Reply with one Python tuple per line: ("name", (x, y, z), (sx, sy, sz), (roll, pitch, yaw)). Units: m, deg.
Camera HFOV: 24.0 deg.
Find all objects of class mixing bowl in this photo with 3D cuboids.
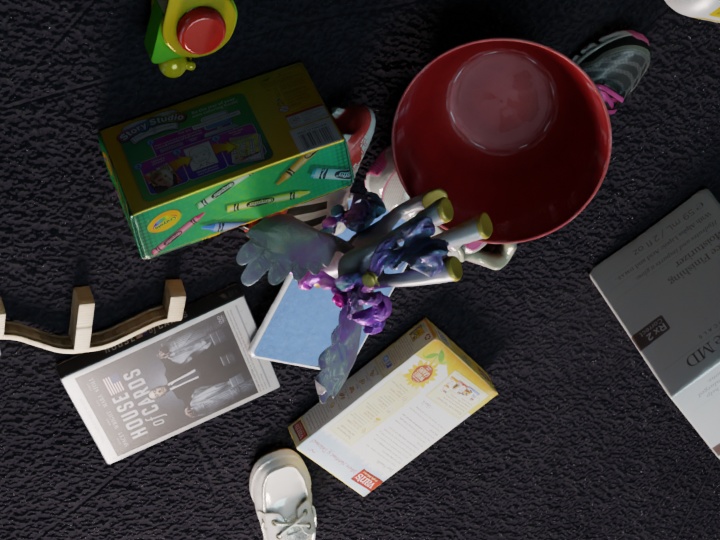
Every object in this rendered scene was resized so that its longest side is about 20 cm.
("mixing bowl", (0.130, -0.137, 1.567), (0.198, 0.109, 0.202), (2, 116, 4))

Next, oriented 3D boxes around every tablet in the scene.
("tablet", (-0.022, 0.014, 1.712), (0.129, 0.014, 0.201), (12, 116, -37))

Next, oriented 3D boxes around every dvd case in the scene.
("dvd case", (-0.192, 0.107, 1.718), (0.198, 0.025, 0.151), (-25, 137, -6))

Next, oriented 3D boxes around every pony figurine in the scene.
("pony figurine", (0.000, 0.000, 1.503), (0.198, 0.193, 0.168), (-18, 106, 26))

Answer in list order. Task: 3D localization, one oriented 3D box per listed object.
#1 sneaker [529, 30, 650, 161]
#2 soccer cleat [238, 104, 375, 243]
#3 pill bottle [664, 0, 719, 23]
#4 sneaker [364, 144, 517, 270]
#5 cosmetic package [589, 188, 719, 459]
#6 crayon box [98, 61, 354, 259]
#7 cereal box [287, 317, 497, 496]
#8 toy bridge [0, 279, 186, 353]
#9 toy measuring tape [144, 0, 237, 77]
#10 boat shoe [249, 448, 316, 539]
("sneaker", (0.218, -0.141, 1.649), (0.073, 0.088, 0.200), (25, 115, -41))
("soccer cleat", (-0.035, -0.076, 1.593), (0.085, 0.069, 0.200), (20, 124, -32))
("pill bottle", (0.345, -0.284, 1.561), (0.198, 0.113, 0.113), (5, 128, -31))
("sneaker", (0.089, -0.062, 1.649), (0.199, 0.088, 0.082), (24, 108, -41))
("cosmetic package", (0.384, 0.058, 1.843), (0.164, 0.201, 0.165), (-37, 137, 9))
("crayon box", (-0.119, -0.099, 1.490), (0.198, 0.119, 0.059), (-20, 137, -8))
("cereal box", (0.036, 0.154, 1.870), (0.199, 0.040, 0.144), (-38, 136, 10))
("toy bridge", (-0.267, 0.048, 1.620), (0.198, 0.027, 0.068), (-6, 134, -22))
("toy measuring tape", (-0.127, -0.243, 1.388), (0.073, 0.074, 0.201), (-1, 131, -26))
("boat shoe", (-0.079, 0.283, 1.910), (0.070, 0.070, 0.201), (-17, 135, -10))
